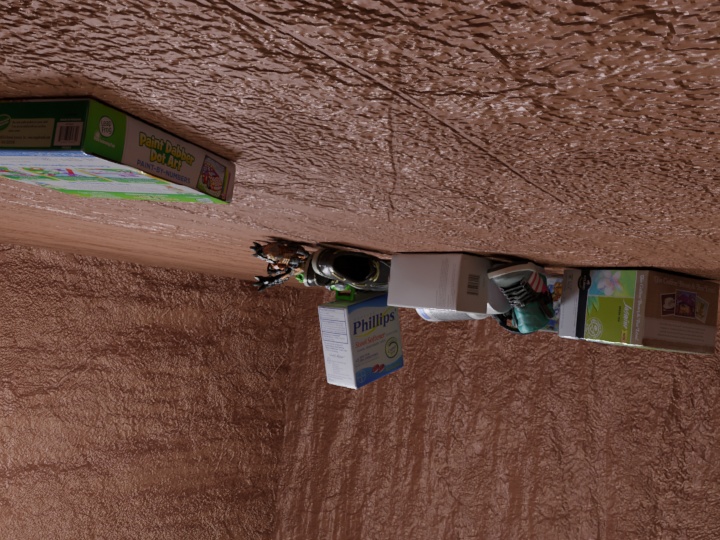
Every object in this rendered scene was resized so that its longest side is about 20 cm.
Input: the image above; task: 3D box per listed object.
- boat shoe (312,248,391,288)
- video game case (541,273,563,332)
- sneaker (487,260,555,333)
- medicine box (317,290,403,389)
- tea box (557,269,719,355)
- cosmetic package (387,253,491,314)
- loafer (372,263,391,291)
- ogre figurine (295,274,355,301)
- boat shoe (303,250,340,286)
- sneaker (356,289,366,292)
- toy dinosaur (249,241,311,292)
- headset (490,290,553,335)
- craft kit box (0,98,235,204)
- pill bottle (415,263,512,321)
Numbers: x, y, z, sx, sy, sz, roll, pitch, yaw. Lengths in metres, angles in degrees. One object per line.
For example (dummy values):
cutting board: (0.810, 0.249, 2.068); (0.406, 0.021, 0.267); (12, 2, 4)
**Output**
boat shoe: (0.000, 0.000, 1.398); (0.200, 0.072, 0.060); (10, 179, -38)
video game case: (0.462, 0.078, 1.526); (0.198, 0.144, 0.018); (7, -146, -20)
sneaker: (0.298, 0.053, 1.283); (0.083, 0.122, 0.199); (-18, 164, 34)
medicine box: (0.004, 0.162, 1.709); (0.102, 0.202, 0.181); (3, -167, 44)
tea box: (0.507, 0.074, 1.274); (0.198, 0.135, 0.196); (8, 175, -29)
cosmetic package: (0.145, 0.023, 1.329); (0.084, 0.109, 0.199); (8, 178, -36)
loafer: (0.070, 0.011, 1.603); (0.199, 0.073, 0.072); (17, 150, -27)
ogre figurine: (-0.059, 0.016, 1.660); (0.119, 0.099, 0.200); (17, 169, 24)
boat shoe: (-0.064, -0.003, 1.467); (0.060, 0.072, 0.201); (12, -169, 14)
sneaker: (0.040, 0.019, 1.752); (0.199, 0.078, 0.088); (6, -175, 34)
toy dinosaur: (-0.153, -0.014, 1.445); (0.135, 0.103, 0.200); (-15, 144, 27)
headset: (0.303, 0.048, 1.450); (0.200, 0.124, 0.094); (35, -176, 39)
craft kit box: (-0.247, -0.100, 0.618); (0.198, 0.049, 0.197); (5, 173, 22)
pill bottle: (0.208, 0.043, 1.407); (0.113, 0.115, 0.199); (9, 170, -37)
